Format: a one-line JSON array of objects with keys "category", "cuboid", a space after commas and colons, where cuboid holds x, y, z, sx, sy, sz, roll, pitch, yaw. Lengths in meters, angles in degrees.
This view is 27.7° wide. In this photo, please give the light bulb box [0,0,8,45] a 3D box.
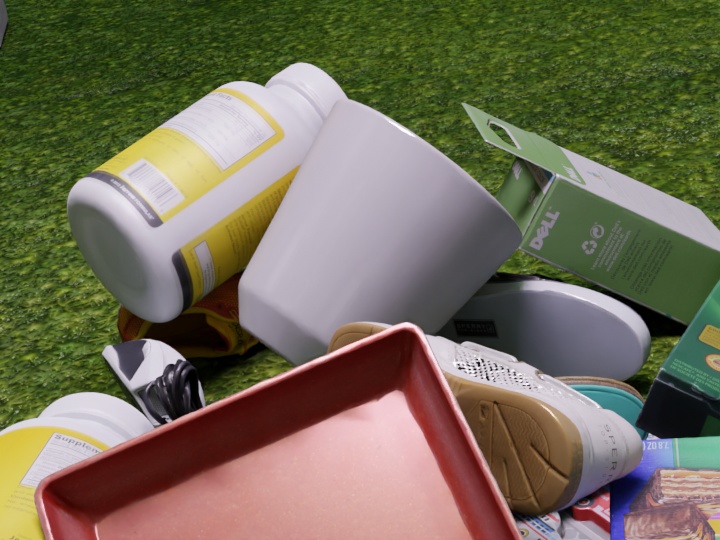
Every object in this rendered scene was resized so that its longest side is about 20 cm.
[{"category": "light bulb box", "cuboid": [-0.651, -0.401, 2.223, 0.197, 0.126, 0.200, -12, 23, -5]}]

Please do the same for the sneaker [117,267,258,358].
[{"category": "sneaker", "cuboid": [-0.077, 0.029, 1.069, 0.199, 0.073, 0.077, -18, 40, -6]}]

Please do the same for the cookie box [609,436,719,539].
[{"category": "cookie box", "cuboid": [0.190, 0.154, 0.613, 0.170, 0.076, 0.200, -4, 29, 11]}]

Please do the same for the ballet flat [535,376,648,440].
[{"category": "ballet flat", "cuboid": [0.060, 0.106, 0.795, 0.199, 0.068, 0.072, -23, 6, -18]}]

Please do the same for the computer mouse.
[{"category": "computer mouse", "cuboid": [-0.114, 0.081, 0.899, 0.044, 0.110, 0.200, -33, 22, -12]}]

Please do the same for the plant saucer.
[{"category": "plant saucer", "cuboid": [-0.025, 0.146, 0.650, 0.198, 0.037, 0.201, -23, 57, -4]}]

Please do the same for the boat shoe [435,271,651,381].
[{"category": "boat shoe", "cuboid": [0.112, 0.031, 0.979, 0.199, 0.070, 0.066, 0, 25, 41]}]

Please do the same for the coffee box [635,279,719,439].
[{"category": "coffee box", "cuboid": [0.244, 0.056, 0.827, 0.122, 0.044, 0.200, 26, 33, 15]}]

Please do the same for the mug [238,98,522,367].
[{"category": "mug", "cuboid": [0.005, 0.003, 0.945, 0.149, 0.187, 0.154, 34, 84, 22]}]

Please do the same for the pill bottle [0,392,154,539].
[{"category": "pill bottle", "cuboid": [-0.164, 0.145, 0.744, 0.111, 0.113, 0.200, -5, 23, 11]}]

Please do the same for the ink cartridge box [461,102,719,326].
[{"category": "ink cartridge box", "cuboid": [0.152, -0.038, 1.000, 0.199, 0.060, 0.104, 23, 18, -13]}]

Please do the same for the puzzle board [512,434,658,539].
[{"category": "puzzle board", "cuboid": [0.139, 0.134, 0.779, 0.150, 0.018, 0.200, -19, 24, -23]}]

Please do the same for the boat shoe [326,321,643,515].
[{"category": "boat shoe", "cuboid": [0.055, 0.072, 0.723, 0.069, 0.071, 0.200, 0, 13, -36]}]

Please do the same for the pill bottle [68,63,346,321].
[{"category": "pill bottle", "cuboid": [-0.097, -0.062, 1.024, 0.200, 0.113, 0.112, -38, 34, -28]}]
